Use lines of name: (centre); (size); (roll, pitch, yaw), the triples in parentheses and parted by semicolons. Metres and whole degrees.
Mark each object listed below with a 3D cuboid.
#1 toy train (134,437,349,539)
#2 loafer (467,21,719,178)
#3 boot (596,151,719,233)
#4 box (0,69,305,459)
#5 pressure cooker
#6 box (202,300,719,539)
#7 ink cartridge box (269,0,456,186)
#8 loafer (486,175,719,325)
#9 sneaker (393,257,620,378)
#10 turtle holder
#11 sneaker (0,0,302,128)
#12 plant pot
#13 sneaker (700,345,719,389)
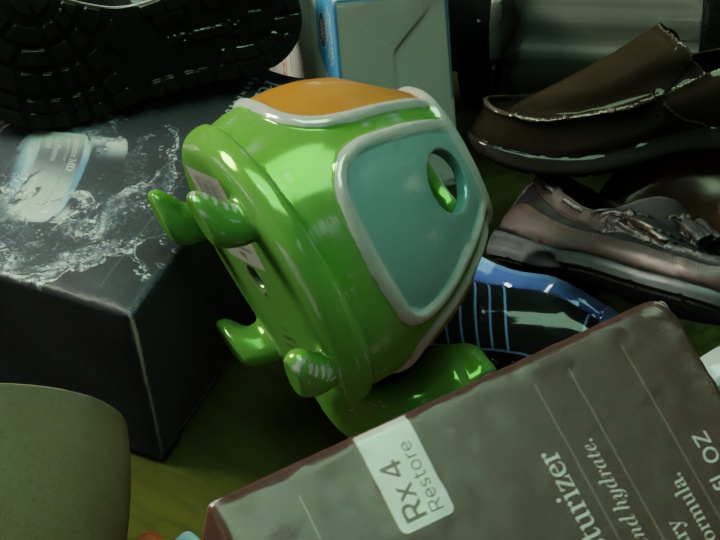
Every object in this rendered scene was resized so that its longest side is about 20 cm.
toy train: (-0.031, 0.129, 0.844); (0.200, 0.056, 0.150); (-33, 51, -24)
loafer: (0.155, -0.099, 0.948); (0.199, 0.072, 0.073); (-8, 20, 0)
boot: (0.230, -0.008, 0.903); (0.188, 0.069, 0.200); (3, 20, -7)
box: (-0.152, -0.028, 0.973); (0.200, 0.118, 0.197); (16, 49, 20)
pressure cooker: (0.125, -0.173, 1.046); (0.199, 0.176, 0.179); (4, 74, 11)
box: (0.057, 0.144, 0.707); (0.200, 0.164, 0.166); (-23, 73, -16)
ink cartridge box: (-0.005, -0.131, 1.028); (0.068, 0.115, 0.200); (-10, 25, -12)
loafer: (0.134, -0.018, 0.894); (0.200, 0.072, 0.063); (16, 83, 60)
sneaker: (0.060, 0.036, 0.927); (0.200, 0.070, 0.078); (25, 69, 25)
turtle holder: (0.000, -0.005, 0.834); (0.132, 0.141, 0.186); (-33, 82, -15)
sneaker: (-0.136, -0.132, 0.958); (0.199, 0.076, 0.088); (-8, 28, -9)
plant pot: (-0.190, 0.147, 0.769); (0.200, 0.200, 0.135); (-11, 69, -5)
sneaker: (0.243, 0.063, 0.850); (0.199, 0.073, 0.071); (-8, 54, -16)
